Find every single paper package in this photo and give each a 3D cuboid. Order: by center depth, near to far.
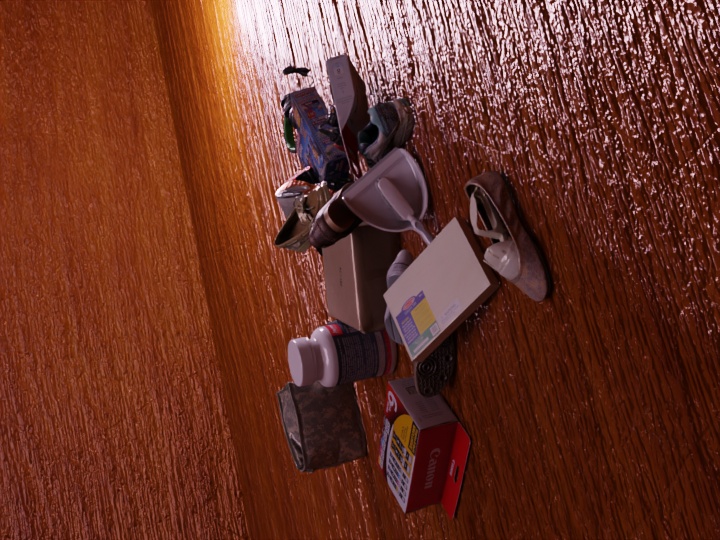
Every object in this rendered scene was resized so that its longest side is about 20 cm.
[{"bbox_3d":[0.000,0.000,1.528,0.190,0.101,0.205,-164,67,-66],"label":"paper package"}]

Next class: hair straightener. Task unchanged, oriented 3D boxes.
[{"bbox_3d":[-0.048,-0.270,1.472,0.200,0.040,0.079,-17,-85,-75],"label":"hair straightener"}]

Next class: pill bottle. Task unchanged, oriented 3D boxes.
[{"bbox_3d":[-0.038,0.165,1.552,0.119,0.196,0.122,171,90,-68],"label":"pill bottle"}]

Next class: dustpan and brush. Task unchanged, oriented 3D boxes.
[{"bbox_3d":[0.077,-0.097,1.319,0.201,0.139,0.057,51,176,3],"label":"dustpan and brush"}]

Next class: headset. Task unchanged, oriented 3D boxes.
[{"bbox_3d":[-0.151,-0.365,1.785,0.124,0.092,0.203,57,141,45],"label":"headset"}]

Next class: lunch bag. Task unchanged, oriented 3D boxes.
[{"bbox_3d":[-0.087,0.352,1.794,0.118,0.161,0.204,-46,55,56],"label":"lunch bag"}]

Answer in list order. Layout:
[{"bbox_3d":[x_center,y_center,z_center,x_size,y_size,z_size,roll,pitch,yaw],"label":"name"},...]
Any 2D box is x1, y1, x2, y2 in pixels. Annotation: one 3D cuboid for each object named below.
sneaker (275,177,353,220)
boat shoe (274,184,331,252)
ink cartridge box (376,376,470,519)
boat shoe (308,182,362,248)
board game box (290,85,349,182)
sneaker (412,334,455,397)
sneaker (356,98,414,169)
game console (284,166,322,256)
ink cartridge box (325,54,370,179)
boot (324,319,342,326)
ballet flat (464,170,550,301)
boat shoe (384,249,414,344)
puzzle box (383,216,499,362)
[{"bbox_3d":[-0.074,-0.133,1.615,0.076,0.196,0.093,-64,-30,-44],"label":"sneaker"},{"bbox_3d":[-0.112,-0.097,1.547,0.201,0.061,0.075,-55,45,49],"label":"boat shoe"},{"bbox_3d":[0.108,0.322,1.398,0.176,0.082,0.204,-128,36,-51],"label":"ink cartridge box"},{"bbox_3d":[-0.034,-0.098,1.381,0.070,0.200,0.070,46,121,2],"label":"boat shoe"},{"bbox_3d":[-0.091,-0.276,1.680,0.201,0.061,0.203,112,137,-68],"label":"board game box"},{"bbox_3d":[0.121,0.110,1.331,0.076,0.069,0.205,-123,36,-71],"label":"sneaker"},{"bbox_3d":[0.027,-0.221,1.397,0.202,0.085,0.078,106,148,-46],"label":"sneaker"},{"bbox_3d":[-0.090,-0.123,1.726,0.202,0.031,0.176,60,155,-7],"label":"game console"},{"bbox_3d":[-0.007,-0.269,1.430,0.160,0.046,0.204,24,-128,-79],"label":"ink cartridge box"},{"bbox_3d":[-0.045,0.109,1.715,0.168,0.075,0.204,-24,82,64],"label":"boot"},{"bbox_3d":[0.191,-0.044,1.073,0.068,0.066,0.203,115,140,-55],"label":"ballet flat"},{"bbox_3d":[0.084,0.049,1.394,0.202,0.072,0.068,90,-163,-48],"label":"boat shoe"},{"bbox_3d":[0.121,0.032,1.234,0.200,0.025,0.135,-48,51,34],"label":"puzzle box"}]
